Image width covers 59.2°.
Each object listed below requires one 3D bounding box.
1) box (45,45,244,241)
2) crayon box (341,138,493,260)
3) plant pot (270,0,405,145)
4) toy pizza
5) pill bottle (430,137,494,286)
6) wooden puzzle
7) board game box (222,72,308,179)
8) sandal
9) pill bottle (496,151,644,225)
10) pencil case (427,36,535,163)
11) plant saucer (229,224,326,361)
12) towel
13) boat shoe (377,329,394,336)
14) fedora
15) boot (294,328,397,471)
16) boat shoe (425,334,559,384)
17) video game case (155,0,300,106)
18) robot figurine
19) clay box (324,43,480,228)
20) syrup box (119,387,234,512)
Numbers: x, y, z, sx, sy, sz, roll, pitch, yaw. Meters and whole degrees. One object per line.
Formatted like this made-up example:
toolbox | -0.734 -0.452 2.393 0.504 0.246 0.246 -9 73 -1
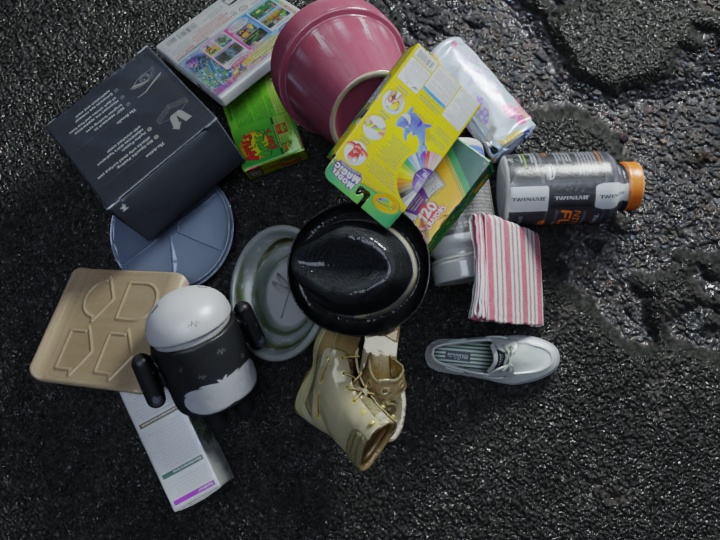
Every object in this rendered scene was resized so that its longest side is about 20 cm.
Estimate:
box | -0.319 -0.189 0.949 0.197 0.117 0.200 -41 66 -6
crayon box | 0.074 -0.096 0.871 0.119 0.058 0.200 39 97 16
plant pot | -0.011 -0.259 0.896 0.199 0.200 0.179 -27 45 -1
toy pizza | -0.295 -0.063 1.002 0.199 0.032 0.201 -1 82 5
pill bottle | 0.141 -0.083 0.940 0.113 0.114 0.201 -8 82 2
wooden puzzle | -0.364 0.088 0.941 0.199 0.046 0.186 4 63 16
board game box | -0.164 -0.259 1.011 0.101 0.048 0.201 -20 82 1
sandal | 0.030 0.150 0.938 0.077 0.070 0.213 1 83 3
pill bottle | 0.308 -0.122 0.939 0.199 0.106 0.107 -2 83 3
pencil case | 0.177 -0.260 0.975 0.091 0.083 0.200 -33 81 -22
plant saucer | -0.112 0.034 0.946 0.200 0.050 0.201 -6 81 37
towel | 0.210 0.004 0.902 0.030 0.200 0.147 -5 81 38
boat shoe | 0.000 0.000 0.943 0.074 0.068 0.201 -21 72 -1
fedora | -0.015 -0.006 0.811 0.200 0.092 0.202 -1 85 17
boot | -0.006 0.159 0.885 0.155 0.073 0.201 35 109 39
boat shoe | 0.196 0.133 0.933 0.199 0.067 0.074 -3 83 3
video game case | -0.193 -0.362 0.993 0.200 0.024 0.182 -43 62 -13
robot figurine | -0.217 0.118 0.877 0.124 0.150 0.201 -8 113 21
clay box | 0.047 -0.164 0.791 0.115 0.048 0.200 39 84 -19
syrup box | -0.271 0.241 0.938 0.081 0.079 0.201 -27 82 0
